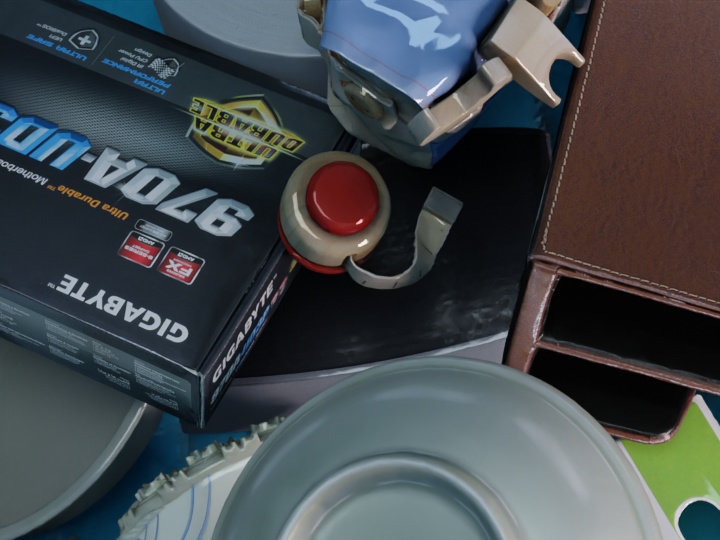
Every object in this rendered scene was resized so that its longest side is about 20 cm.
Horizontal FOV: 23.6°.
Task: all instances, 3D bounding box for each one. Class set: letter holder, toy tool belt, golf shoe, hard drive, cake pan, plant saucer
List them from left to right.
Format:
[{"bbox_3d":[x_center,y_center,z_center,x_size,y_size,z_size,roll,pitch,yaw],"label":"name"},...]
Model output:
[{"bbox_3d":[-0.166,0.039,0.828,0.198,0.037,0.202,-12,63,25],"label":"cake pan"},{"bbox_3d":[-0.081,0.143,0.786,0.199,0.078,0.098,-34,83,5],"label":"golf shoe"},{"bbox_3d":[0.000,0.000,0.826,0.198,0.042,0.136,-10,68,9],"label":"hard drive"},{"bbox_3d":[0.018,0.128,0.667,0.198,0.050,0.203,-7,72,22],"label":"plant saucer"},{"bbox_3d":[0.029,-0.101,0.707,0.124,0.123,0.201,29,72,-1],"label":"toy tool belt"},{"bbox_3d":[0.150,-0.031,0.741,0.141,0.101,0.201,14,52,5],"label":"letter holder"}]

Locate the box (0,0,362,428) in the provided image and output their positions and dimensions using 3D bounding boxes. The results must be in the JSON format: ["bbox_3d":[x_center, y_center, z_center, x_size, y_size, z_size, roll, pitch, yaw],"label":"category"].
[{"bbox_3d":[-0.119,-0.038,0.775,0.198,0.046,0.160,23,57,13],"label":"box"}]

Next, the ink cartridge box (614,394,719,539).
[{"bbox_3d":[0.092,0.169,0.725,0.198,0.076,0.149,-27,66,-7],"label":"ink cartridge box"}]

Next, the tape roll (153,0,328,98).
[{"bbox_3d":[-0.009,-0.164,0.855,0.198,0.066,0.202,-3,57,5],"label":"tape roll"}]

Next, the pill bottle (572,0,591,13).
[{"bbox_3d":[0.189,-0.187,0.814,0.198,0.116,0.117,-10,68,9],"label":"pill bottle"}]
